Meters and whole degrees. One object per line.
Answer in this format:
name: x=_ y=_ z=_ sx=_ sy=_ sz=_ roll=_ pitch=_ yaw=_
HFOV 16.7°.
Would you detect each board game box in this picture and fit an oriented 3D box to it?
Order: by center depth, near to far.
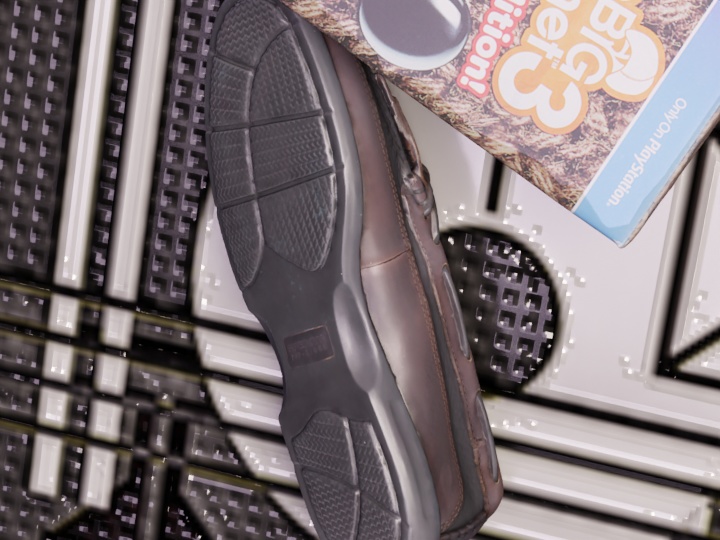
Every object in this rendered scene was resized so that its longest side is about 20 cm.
board game box: x=0.050 y=-0.135 z=0.739 sx=0.199 sy=0.097 sz=0.160 roll=35 pitch=109 yaw=6

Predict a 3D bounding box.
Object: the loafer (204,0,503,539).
loafer: x=0.000 y=0.000 z=0.814 sx=0.072 sy=0.063 sz=0.202 roll=-7 pitch=97 yaw=48
